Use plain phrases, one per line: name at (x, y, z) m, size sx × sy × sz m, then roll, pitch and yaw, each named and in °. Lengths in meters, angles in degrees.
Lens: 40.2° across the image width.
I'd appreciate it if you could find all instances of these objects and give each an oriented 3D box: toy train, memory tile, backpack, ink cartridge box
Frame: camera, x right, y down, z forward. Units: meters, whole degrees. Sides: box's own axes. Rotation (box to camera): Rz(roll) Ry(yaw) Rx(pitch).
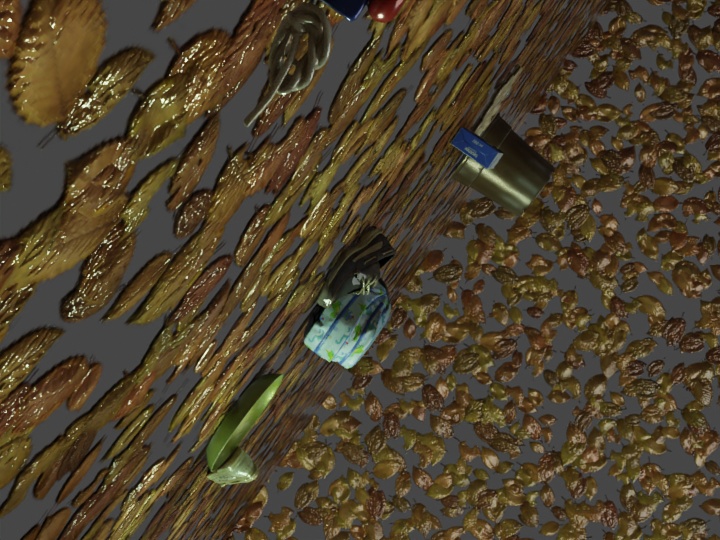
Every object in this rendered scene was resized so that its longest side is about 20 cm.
toy train at (-0.012, -0.177, 0.573) m, size 0.200 × 0.084 × 0.116 m, roll -56°, pitch -173°, yaw 11°
memory tile at (0.298, -0.367, 2.235) m, size 0.153 × 0.017 × 0.200 m, roll -48°, pitch 172°, yaw -47°
backpack at (-0.025, 0.091, 1.742) m, size 0.163 × 0.154 × 0.200 m, roll -49°, pitch 163°, yaw 12°
ink cartridge box at (0.249, -0.258, 2.082) m, size 0.044 × 0.094 × 0.200 m, roll -55°, pitch 174°, yaw 12°

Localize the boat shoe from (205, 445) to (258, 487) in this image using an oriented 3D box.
boat shoe at (-0.235, 0.368, 1.810) m, size 0.073 × 0.063 × 0.200 m, roll -52°, pitch -175°, yaw -18°

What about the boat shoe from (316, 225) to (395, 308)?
boat shoe at (0.000, 0.000, 1.643) m, size 0.200 × 0.073 × 0.075 m, roll -50°, pitch 172°, yaw -41°

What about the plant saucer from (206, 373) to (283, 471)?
plant saucer at (-0.201, 0.249, 1.658) m, size 0.200 × 0.031 × 0.200 m, roll -55°, pitch 174°, yaw -8°

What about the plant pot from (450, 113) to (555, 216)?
plant pot at (0.358, -0.250, 2.420) m, size 0.201 × 0.198 × 0.200 m, roll -54°, pitch 178°, yaw -3°
